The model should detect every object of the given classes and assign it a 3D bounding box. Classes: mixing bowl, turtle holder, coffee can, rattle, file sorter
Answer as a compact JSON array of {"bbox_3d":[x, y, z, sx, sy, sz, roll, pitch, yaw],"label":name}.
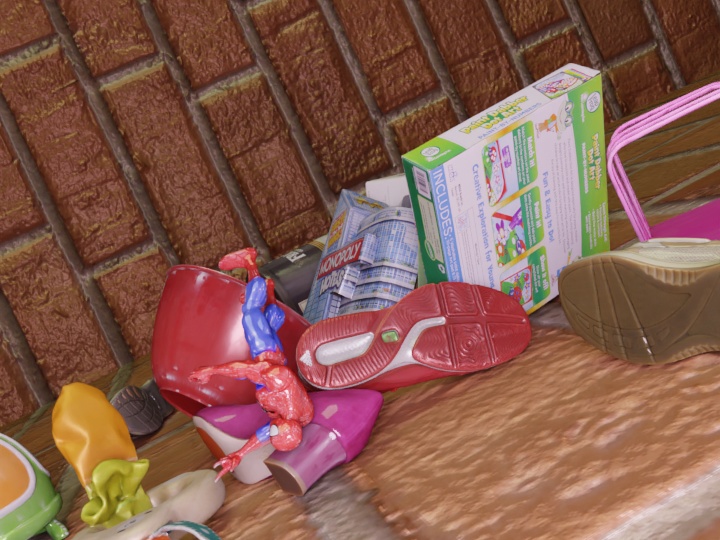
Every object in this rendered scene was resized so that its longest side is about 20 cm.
[{"bbox_3d":[-0.131,0.095,0.883,0.200,0.199,0.109,-17,42,59],"label":"mixing bowl"},{"bbox_3d":[-0.378,0.226,0.884,0.140,0.133,0.185,-27,5,-14],"label":"turtle holder"},{"bbox_3d":[-0.026,0.025,1.134,0.199,0.148,0.146,-27,5,-24],"label":"coffee can"},{"bbox_3d":[-0.165,0.148,0.644,0.129,0.145,0.200,-7,-5,-11],"label":"rattle"},{"bbox_3d":[0.301,-0.090,0.795,0.138,0.126,0.200,-24,5,20],"label":"file sorter"}]

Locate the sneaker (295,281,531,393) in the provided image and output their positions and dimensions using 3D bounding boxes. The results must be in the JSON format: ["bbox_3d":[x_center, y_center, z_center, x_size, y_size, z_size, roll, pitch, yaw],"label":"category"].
[{"bbox_3d":[0.039,0.069,0.760,0.197,0.079,0.116,-5,-20,-10],"label":"sneaker"}]

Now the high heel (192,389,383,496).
[{"bbox_3d":[-0.063,0.125,0.723,0.096,0.068,0.199,-39,26,-28],"label":"high heel"}]

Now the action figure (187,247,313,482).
[{"bbox_3d":[-0.094,0.074,0.676,0.098,0.066,0.201,-29,38,0],"label":"action figure"}]

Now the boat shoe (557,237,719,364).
[{"bbox_3d":[0.207,0.013,0.547,0.063,0.074,0.200,-20,4,-31],"label":"boat shoe"}]

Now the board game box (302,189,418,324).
[{"bbox_3d":[0.000,0.000,0.945,0.061,0.202,0.200,17,-16,-17],"label":"board game box"}]

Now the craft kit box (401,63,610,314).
[{"bbox_3d":[0.140,-0.052,0.794,0.196,0.202,0.048,-28,37,-21],"label":"craft kit box"}]

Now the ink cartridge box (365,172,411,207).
[{"bbox_3d":[0.120,-0.083,1.020,0.144,0.086,0.199,-16,11,-31],"label":"ink cartridge box"}]

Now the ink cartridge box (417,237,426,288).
[{"bbox_3d":[0.145,-0.029,0.881,0.199,0.147,0.048,-29,45,-29],"label":"ink cartridge box"}]

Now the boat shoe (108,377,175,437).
[{"bbox_3d":[-0.322,0.206,1.247,0.073,0.075,0.200,-35,-5,6],"label":"boat shoe"}]
